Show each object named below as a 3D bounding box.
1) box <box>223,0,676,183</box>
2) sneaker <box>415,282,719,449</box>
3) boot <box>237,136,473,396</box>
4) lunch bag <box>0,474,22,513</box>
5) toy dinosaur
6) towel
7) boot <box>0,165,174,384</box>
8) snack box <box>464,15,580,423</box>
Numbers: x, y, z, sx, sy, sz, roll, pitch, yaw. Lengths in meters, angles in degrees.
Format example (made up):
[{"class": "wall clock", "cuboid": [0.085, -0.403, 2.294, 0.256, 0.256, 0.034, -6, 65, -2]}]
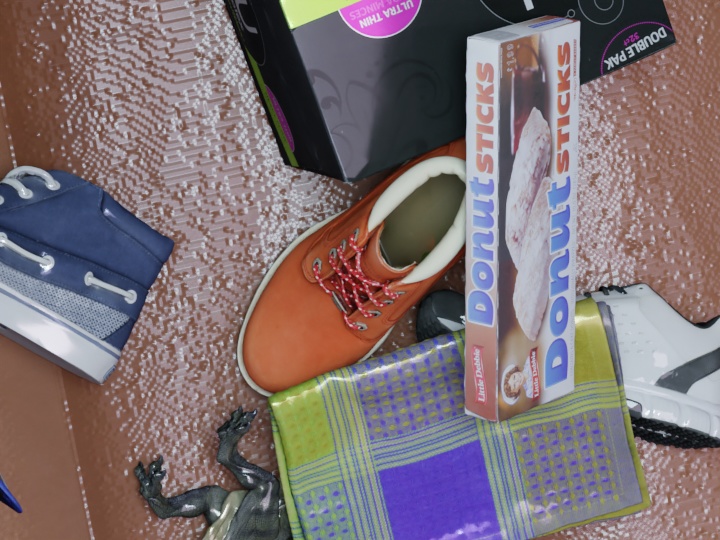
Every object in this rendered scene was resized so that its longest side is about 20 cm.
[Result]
[{"class": "box", "cuboid": [0.038, -0.153, 1.539, 0.200, 0.124, 0.149, -24, 102, -14]}, {"class": "sneaker", "cuboid": [0.123, 0.040, 1.624, 0.200, 0.074, 0.080, 18, 77, -22]}, {"class": "boot", "cuboid": [0.000, 0.000, 1.535, 0.075, 0.107, 0.200, 45, 107, 0]}, {"class": "lunch bag", "cuboid": [-0.245, 0.132, 1.464, 0.123, 0.170, 0.201, -3, 97, -19]}, {"class": "toy dinosaur", "cuboid": [-0.071, 0.129, 1.583, 0.200, 0.047, 0.088, -36, 112, -6]}, {"class": "towel", "cuboid": [0.055, 0.099, 1.568, 0.199, 0.023, 0.144, -14, 119, -7]}, {"class": "boot", "cuboid": [-0.198, -0.025, 1.519, 0.200, 0.073, 0.091, 32, 80, -26]}, {"class": "snack box", "cuboid": [0.083, -0.027, 1.483, 0.072, 0.024, 0.201, -20, 115, -49]}]
